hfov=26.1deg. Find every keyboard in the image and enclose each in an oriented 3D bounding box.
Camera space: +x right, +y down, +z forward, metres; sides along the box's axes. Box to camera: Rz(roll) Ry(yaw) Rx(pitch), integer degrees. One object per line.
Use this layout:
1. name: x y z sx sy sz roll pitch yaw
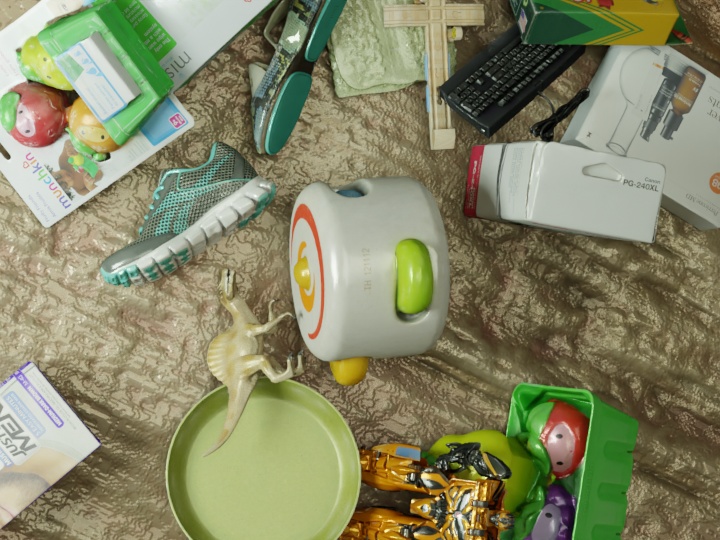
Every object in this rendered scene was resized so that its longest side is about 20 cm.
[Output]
1. keyboard: 0.182 -0.201 1.656 0.127 0.021 0.200 40 53 10

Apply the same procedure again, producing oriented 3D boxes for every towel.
1. towel: 0.021 -0.292 1.665 0.148 0.036 0.201 -14 91 -16

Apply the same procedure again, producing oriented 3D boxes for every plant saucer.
1. plant saucer: -0.100 0.210 1.596 0.199 0.031 0.201 1 77 -5

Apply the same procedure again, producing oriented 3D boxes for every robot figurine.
1. robot figurine: 0.065 0.242 1.581 0.058 0.200 0.146 12 83 -52

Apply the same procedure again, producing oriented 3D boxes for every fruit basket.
1. fruit basket: 0.174 0.218 1.638 0.215 0.155 0.216 -1 91 -32
2. fruit basket: -0.293 -0.163 1.525 0.200 0.094 0.185 -33 103 12

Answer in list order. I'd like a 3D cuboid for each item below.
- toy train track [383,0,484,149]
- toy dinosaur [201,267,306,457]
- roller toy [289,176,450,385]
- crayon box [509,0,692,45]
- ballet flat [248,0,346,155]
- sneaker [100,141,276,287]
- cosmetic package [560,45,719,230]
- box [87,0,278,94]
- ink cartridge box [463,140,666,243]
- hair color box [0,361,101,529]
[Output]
1. toy train track: 0.085 -0.229 1.649 0.114 0.033 0.201 -4 94 -17
2. toy dinosaur: -0.111 0.097 1.591 0.101 0.058 0.201 -5 69 14
3. roller toy: 0.000 0.000 1.574 0.139 0.200 0.183 -4 55 -15
4. crayon box: 0.261 -0.306 1.693 0.199 0.051 0.127 -2 53 -16
5. ballet flat: -0.078 -0.220 1.622 0.074 0.074 0.200 25 94 -13
6. sneaker: -0.188 -0.058 1.591 0.200 0.078 0.091 -34 81 -17
7. cosmetic package: 0.345 -0.159 1.740 0.200 0.052 0.151 29 83 -12
8. box: -0.167 -0.309 1.538 0.200 0.097 0.177 -37 99 25
9. ink cartridge box: 0.208 -0.082 1.618 0.145 0.200 0.084 9 92 -14
10. hair color box: -0.367 0.193 1.528 0.200 0.065 0.109 -41 98 -11
